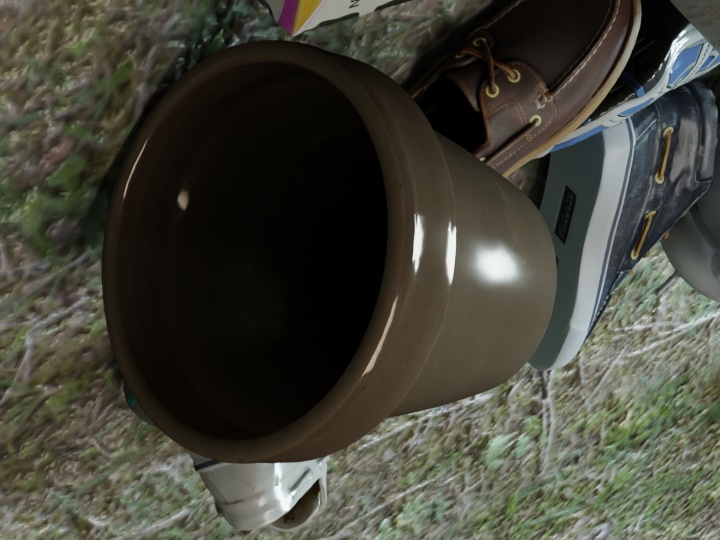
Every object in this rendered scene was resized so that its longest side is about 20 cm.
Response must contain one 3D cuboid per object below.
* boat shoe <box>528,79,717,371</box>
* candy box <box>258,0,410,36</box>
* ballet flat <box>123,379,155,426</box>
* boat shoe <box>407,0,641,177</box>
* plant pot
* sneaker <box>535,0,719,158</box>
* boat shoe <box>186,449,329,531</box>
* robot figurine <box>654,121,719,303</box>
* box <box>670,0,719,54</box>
[{"bbox_3d":[0.153,-0.024,1.461,0.090,0.071,0.201,-12,137,-27],"label":"boat shoe"},{"bbox_3d":[0.044,-0.195,1.093,0.199,0.061,0.137,-20,142,-31],"label":"candy box"},{"bbox_3d":[-0.043,0.035,1.349,0.199,0.068,0.064,-19,168,-32],"label":"ballet flat"},{"bbox_3d":[0.066,-0.087,1.302,0.200,0.070,0.070,-48,149,8],"label":"boat shoe"},{"bbox_3d":[0.000,0.000,1.200,0.174,0.200,0.201,10,121,-48],"label":"plant pot"},{"bbox_3d":[0.159,-0.120,1.361,0.200,0.076,0.077,-35,149,-5],"label":"sneaker"},{"bbox_3d":[-0.049,0.108,1.336,0.071,0.070,0.200,-20,179,3],"label":"boat shoe"},{"bbox_3d":[0.260,-0.050,1.487,0.200,0.113,0.170,-32,-168,35],"label":"robot figurine"},{"bbox_3d":[0.228,-0.151,1.241,0.106,0.200,0.152,-44,-174,1],"label":"box"}]
